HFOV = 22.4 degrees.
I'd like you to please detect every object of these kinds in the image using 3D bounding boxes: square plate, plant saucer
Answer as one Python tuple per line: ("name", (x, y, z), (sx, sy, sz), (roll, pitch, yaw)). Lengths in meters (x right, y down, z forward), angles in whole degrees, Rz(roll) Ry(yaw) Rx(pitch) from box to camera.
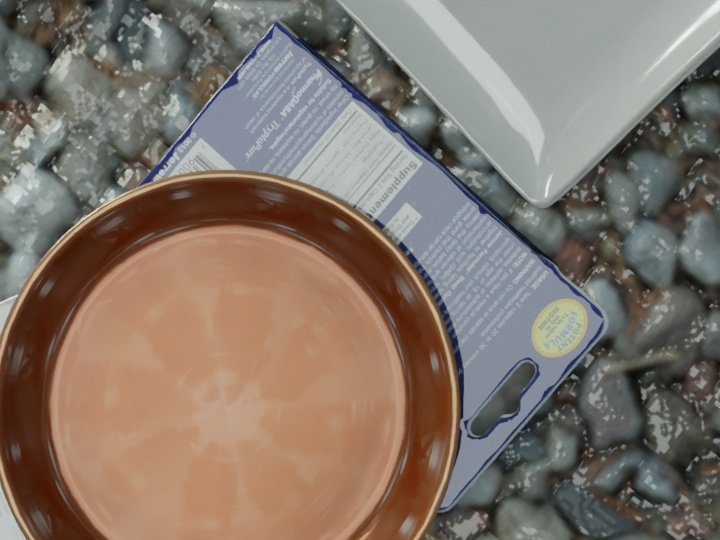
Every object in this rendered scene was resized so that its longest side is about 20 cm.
("square plate", (0.078, -0.160, 0.774), (0.200, 0.028, 0.198), (45, 117, -2))
("plant saucer", (-0.057, 0.058, 0.778), (0.199, 0.032, 0.202), (0, 88, -1))

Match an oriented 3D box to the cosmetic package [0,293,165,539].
("cosmetic package", (-0.131, 0.112, 0.817), (0.082, 0.051, 0.201), (-23, 89, 1))

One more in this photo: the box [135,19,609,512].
("box", (0.000, 0.000, 0.813), (0.200, 0.032, 0.121), (42, 94, 5))
